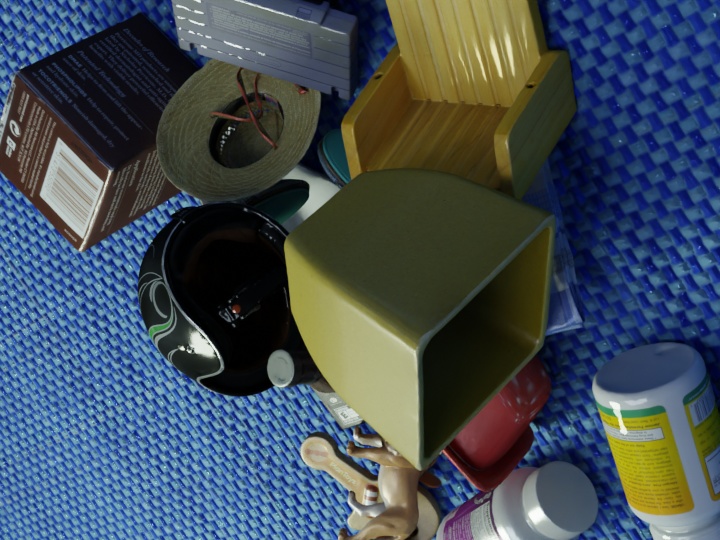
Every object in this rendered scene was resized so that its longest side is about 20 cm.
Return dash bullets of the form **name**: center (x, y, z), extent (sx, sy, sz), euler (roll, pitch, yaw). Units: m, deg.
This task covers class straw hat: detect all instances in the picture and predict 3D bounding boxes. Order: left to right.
- **straw hat**: center (-0.118, -0.145, 1.626), extent (0.201, 0.201, 0.085), euler (27, 166, 27)

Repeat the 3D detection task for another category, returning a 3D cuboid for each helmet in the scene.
- **helmet**: center (-0.142, 0.031, 1.572), extent (0.200, 0.200, 0.191), euler (46, 159, 8)

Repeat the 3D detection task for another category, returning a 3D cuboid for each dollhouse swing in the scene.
- **dollhouse swing**: center (0.073, -0.187, 1.396), extent (0.200, 0.182, 0.176), euler (11, 146, 39)

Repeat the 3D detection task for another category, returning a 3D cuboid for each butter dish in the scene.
- **butter dish**: center (0.132, 0.102, 1.554), extent (0.200, 0.199, 0.148), euler (48, 116, 6)

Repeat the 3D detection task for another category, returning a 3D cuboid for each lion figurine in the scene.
- **lion figurine**: center (0.044, 0.254, 1.761), extent (0.122, 0.072, 0.200), euler (8, 108, 10)

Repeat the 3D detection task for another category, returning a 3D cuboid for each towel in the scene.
- **towel**: center (0.134, -0.025, 1.463), extent (0.147, 0.024, 0.200), euler (-15, 85, 21)

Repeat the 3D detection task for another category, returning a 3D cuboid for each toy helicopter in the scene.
- **toy helicopter**: center (0.015, 0.264, 1.826), extent (0.200, 0.079, 0.132), euler (37, 116, 1)

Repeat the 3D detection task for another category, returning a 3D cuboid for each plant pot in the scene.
- **plant pot**: center (0.040, 0.021, 1.365), extent (0.200, 0.194, 0.196), euler (33, 148, 27)

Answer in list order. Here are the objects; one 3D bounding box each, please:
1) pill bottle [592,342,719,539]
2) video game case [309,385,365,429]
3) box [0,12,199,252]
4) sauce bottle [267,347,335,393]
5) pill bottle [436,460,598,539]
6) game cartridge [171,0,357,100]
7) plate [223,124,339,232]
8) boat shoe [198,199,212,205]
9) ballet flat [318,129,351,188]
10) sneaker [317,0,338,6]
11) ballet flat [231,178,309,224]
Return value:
- **pill bottle**: center (0.310, 0.183, 1.468), extent (0.113, 0.113, 0.200), euler (-1, 117, 44)
- **video game case**: center (-0.001, 0.091, 1.729), extent (0.200, 0.026, 0.181), euler (-23, 109, 43)
- **box**: center (-0.292, -0.162, 1.722), extent (0.164, 0.200, 0.166), euler (44, 139, 11)
- **sauce bottle**: center (-0.017, 0.100, 1.590), extent (0.065, 0.200, 0.065), euler (-1, 89, 40)
- **pill bottle**: center (0.178, 0.289, 1.667), extent (0.112, 0.112, 0.200), euler (50, 139, 4)
- **game cartridge**: center (-0.098, -0.250, 1.530), extent (0.200, 0.038, 0.130), euler (18, 151, 8)
- **plate**: center (-0.089, -0.062, 1.731), extent (0.200, 0.032, 0.200), euler (30, 136, 24)
- **boat shoe**: center (-0.149, -0.047, 1.725), extent (0.200, 0.063, 0.073), euler (57, 142, -3)
- **ballet flat**: center (0.033, -0.075, 1.572), extent (0.200, 0.074, 0.074), euler (38, 138, 22)
- **sneaker**: center (-0.076, -0.295, 1.521), extent (0.112, 0.073, 0.200), euler (47, 138, 9)
- **ballet flat**: center (-0.147, -0.058, 1.672), extent (0.200, 0.074, 0.074), euler (-36, 91, 13)
